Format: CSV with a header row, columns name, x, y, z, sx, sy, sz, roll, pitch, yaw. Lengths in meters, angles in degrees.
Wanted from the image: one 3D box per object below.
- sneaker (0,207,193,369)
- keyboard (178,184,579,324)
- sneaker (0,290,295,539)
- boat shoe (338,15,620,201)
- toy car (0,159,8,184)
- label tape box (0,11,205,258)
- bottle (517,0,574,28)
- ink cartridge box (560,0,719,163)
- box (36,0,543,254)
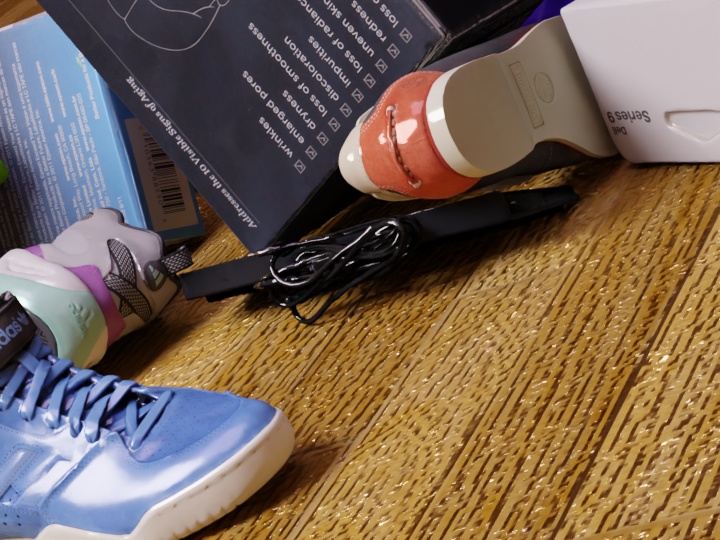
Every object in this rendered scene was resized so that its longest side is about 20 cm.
name,x,y,z,sx,sy,sz,roll,pitch,yaw
sneaker,-0.162,0.014,1.185,0.140,0.078,0.199,-32,21,-37
keyboard,0.000,0.000,1.062,0.199,0.040,0.104,-15,-4,36
sneaker,-0.127,0.056,0.912,0.199,0.112,0.077,-14,20,36
boat shoe,0.065,-0.071,1.045,0.062,0.072,0.200,-22,0,35
toy car,-0.286,-0.039,1.177,0.164,0.158,0.200,-42,12,-2
label tape box,-0.200,-0.063,1.317,0.199,0.144,0.066,-15,0,34
bottle,0.080,-0.130,1.229,0.200,0.083,0.066,12,79,64
ink cartridge box,0.214,-0.133,1.031,0.200,0.084,0.146,-35,18,-26
box,-0.036,-0.150,1.132,0.124,0.200,0.197,-34,-9,-45
